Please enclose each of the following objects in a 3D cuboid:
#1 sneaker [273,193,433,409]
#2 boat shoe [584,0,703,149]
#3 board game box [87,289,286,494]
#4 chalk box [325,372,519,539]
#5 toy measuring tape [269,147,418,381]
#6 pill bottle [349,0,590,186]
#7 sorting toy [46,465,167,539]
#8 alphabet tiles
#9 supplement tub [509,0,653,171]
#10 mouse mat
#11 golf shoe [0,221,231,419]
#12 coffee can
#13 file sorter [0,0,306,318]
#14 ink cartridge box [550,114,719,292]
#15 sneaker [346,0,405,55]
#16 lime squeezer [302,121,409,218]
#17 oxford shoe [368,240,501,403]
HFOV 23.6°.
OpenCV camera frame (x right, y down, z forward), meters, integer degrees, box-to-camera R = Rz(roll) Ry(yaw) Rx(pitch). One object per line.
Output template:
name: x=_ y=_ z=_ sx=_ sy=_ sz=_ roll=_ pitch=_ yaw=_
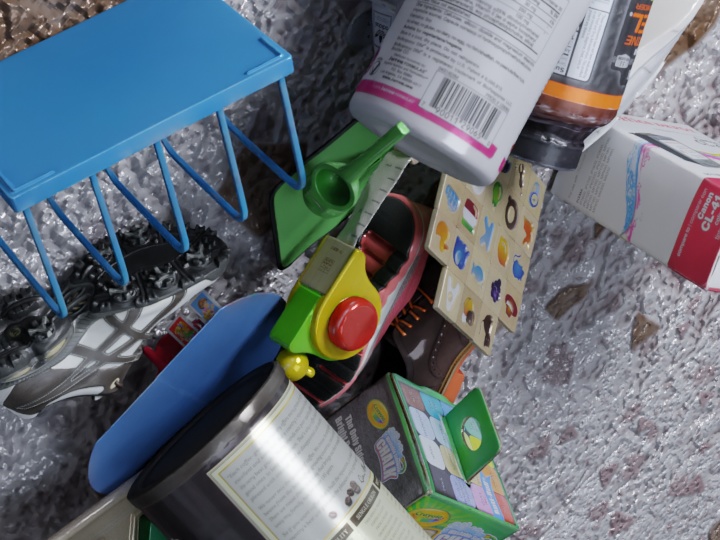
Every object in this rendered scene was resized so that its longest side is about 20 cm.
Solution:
sneaker: x=0.007 y=0.030 z=1.376 sx=0.087 sy=0.074 sz=0.200 roll=-3 pitch=128 yaw=-60
boat shoe: x=0.216 y=-0.174 z=1.409 sx=0.200 sy=0.072 sz=0.069 roll=-56 pitch=156 yaw=-3
board game box: x=-0.139 y=0.083 z=1.304 sx=0.200 sy=0.039 sz=0.158 roll=-47 pitch=161 yaw=-1
chalk box: x=0.038 y=0.175 z=1.408 sx=0.200 sy=0.125 sz=0.124 roll=-36 pitch=139 yaw=22
toy measuring tape: x=0.000 y=0.000 z=1.303 sx=0.074 sy=0.074 sz=0.200 roll=37 pitch=83 yaw=-45
pill bottle: x=0.086 y=-0.169 z=1.171 sx=0.113 sy=0.113 sz=0.200 roll=33 pitch=85 yaw=-45
sorting toy: x=-0.166 y=0.257 z=1.325 sx=0.185 sy=0.036 sz=0.200 roll=-36 pitch=122 yaw=-32
alphabet tiles: x=0.101 y=-0.043 z=1.361 sx=0.166 sy=0.006 sz=0.200 roll=42 pitch=57 yaw=-53
supplement tub: x=0.161 y=-0.181 z=1.319 sx=0.107 sy=0.107 sz=0.200 roll=4 pitch=109 yaw=-39
mouse mat: x=0.008 y=-0.088 z=1.283 sx=0.200 sy=0.008 sz=0.161 roll=-40 pitch=164 yaw=-14
golf shoe: x=-0.181 y=0.036 z=1.241 sx=0.200 sy=0.078 sz=0.095 roll=-26 pitch=137 yaw=-10
coffee can: x=-0.050 y=0.188 z=1.262 sx=0.146 sy=0.146 sz=0.200 roll=-42 pitch=97 yaw=-7
file sorter: x=-0.154 y=-0.080 z=1.136 sx=0.200 sy=0.139 sz=0.123 roll=-29 pitch=134 yaw=-19
ink cartridge box: x=0.280 y=-0.055 z=1.435 sx=0.147 sy=0.200 sz=0.086 roll=4 pitch=114 yaw=-39
sneaker: x=0.017 y=-0.207 z=1.225 sx=0.200 sy=0.075 sz=0.115 roll=12 pitch=107 yaw=-45
lime squeezer: x=-0.005 y=-0.062 z=1.170 sx=0.071 sy=0.200 sz=0.038 roll=-23 pitch=90 yaw=-5
oxford shoe: x=0.059 y=0.039 z=1.423 sx=0.072 sy=0.071 sz=0.200 roll=1 pitch=117 yaw=-33
